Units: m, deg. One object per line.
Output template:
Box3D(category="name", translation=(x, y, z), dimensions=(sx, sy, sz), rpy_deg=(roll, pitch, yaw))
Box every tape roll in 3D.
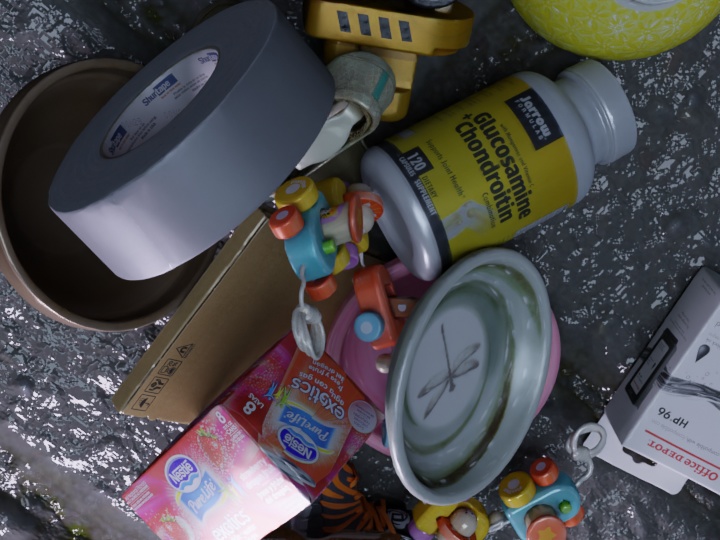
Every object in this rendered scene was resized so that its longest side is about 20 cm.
Box3D(category="tape roll", translation=(-0.114, -0.090, 0.823), dimensions=(0.200, 0.201, 0.066), rpy_deg=(-36, 117, 10))

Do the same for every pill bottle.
Box3D(category="pill bottle", translation=(0.108, -0.084, 0.947), dimensions=(0.199, 0.112, 0.113), rpy_deg=(-28, 112, -10))

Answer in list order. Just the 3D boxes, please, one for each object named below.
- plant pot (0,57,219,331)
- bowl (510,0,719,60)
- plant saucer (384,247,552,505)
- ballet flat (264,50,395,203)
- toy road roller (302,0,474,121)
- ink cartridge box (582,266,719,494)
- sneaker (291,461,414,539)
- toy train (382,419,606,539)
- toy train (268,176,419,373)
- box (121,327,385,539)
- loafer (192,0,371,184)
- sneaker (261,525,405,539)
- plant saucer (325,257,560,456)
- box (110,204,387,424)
Box3D(category="plant pot", translation=(-0.208, -0.056, 0.936), dimensions=(0.200, 0.092, 0.203), rpy_deg=(-2, 93, -45))
Box3D(category="bowl", translation=(0.205, -0.244, 0.905), dimensions=(0.198, 0.108, 0.202), rpy_deg=(-1, 112, -4))
Box3D(category="plant saucer", translation=(0.073, 0.077, 0.945), dimensions=(0.050, 0.199, 0.202), rpy_deg=(17, 116, 38))
Box3D(category="ballet flat", translation=(-0.054, -0.090, 0.889), dimensions=(0.067, 0.063, 0.199), rpy_deg=(35, 134, -23))
Box3D(category="toy road roller", translation=(-0.015, -0.194, 0.901), dimensions=(0.198, 0.123, 0.147), rpy_deg=(7, 113, -7))
Box3D(category="ink cartridge box", translation=(0.296, 0.114, 1.072), dimensions=(0.115, 0.068, 0.201), rpy_deg=(26, 108, -13))
Box3D(category="sneaker", translation=(-0.004, 0.202, 1.090), dimensions=(0.111, 0.078, 0.202), rpy_deg=(-1, 122, -8))
Box3D(category="toy train", translation=(0.111, 0.181, 1.035), dimensions=(0.198, 0.056, 0.151), rpy_deg=(6, 120, -11))
Box3D(category="toy train", translation=(0.000, 0.000, 0.892), dimensions=(0.055, 0.200, 0.152), rpy_deg=(-17, 85, 16))
Box3D(category="box", translation=(-0.084, 0.138, 0.911), dimensions=(0.096, 0.100, 0.200), rpy_deg=(46, 139, -1))
Box3D(category="loafer", translation=(-0.059, -0.119, 0.957), dimensions=(0.076, 0.068, 0.200), rpy_deg=(-41, 108, 12))
Box3D(category="sneaker", translation=(-0.057, 0.259, 1.015), dimensions=(0.198, 0.076, 0.089), rpy_deg=(3, 90, 11))
Box3D(category="plant saucer", translation=(0.068, 0.067, 1.043), dimensions=(0.198, 0.051, 0.202), rpy_deg=(-2, 116, -5))
Box3D(category="box", translation=(-0.086, 0.047, 0.997), dimensions=(0.201, 0.021, 0.163), rpy_deg=(-52, 145, 14))
